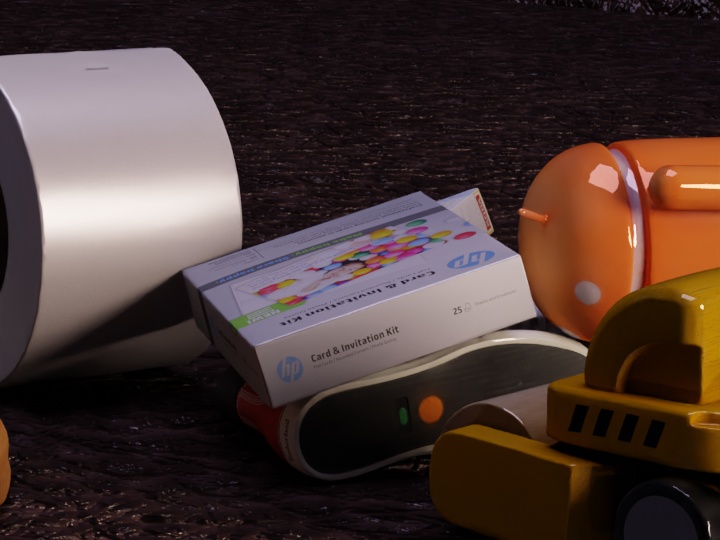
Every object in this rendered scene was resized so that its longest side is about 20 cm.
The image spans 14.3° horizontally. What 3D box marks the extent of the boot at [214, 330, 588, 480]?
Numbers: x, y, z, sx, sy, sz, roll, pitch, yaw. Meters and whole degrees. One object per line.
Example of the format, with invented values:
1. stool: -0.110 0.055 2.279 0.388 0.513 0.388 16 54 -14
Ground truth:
1. boot: 0.025 0.064 1.629 0.199 0.073 0.144 -8 12 -23

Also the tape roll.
1. tape roll: -0.181 -0.033 1.757 0.139 0.203 0.202 -5 13 -34

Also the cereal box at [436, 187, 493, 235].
1. cereal box: 0.000 0.000 1.898 0.144 0.040 0.200 -20 5 18

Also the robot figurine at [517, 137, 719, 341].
1. robot figurine: 0.175 -0.016 1.623 0.199 0.117 0.144 -2 15 -14

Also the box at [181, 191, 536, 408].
1. box: -0.006 0.013 1.619 0.155 0.041 0.200 -19 17 -10

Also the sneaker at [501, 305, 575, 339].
1. sneaker: 0.117 0.034 1.805 0.200 0.077 0.080 2 16 45

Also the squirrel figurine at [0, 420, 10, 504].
1. squirrel figurine: -0.241 0.037 1.425 0.141 0.187 0.200 -1 11 -10

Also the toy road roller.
1. toy road roller: 0.139 0.067 1.418 0.200 0.147 0.123 11 14 40

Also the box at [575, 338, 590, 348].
1. box: 0.229 0.067 1.649 0.116 0.060 0.200 -7 14 -34
